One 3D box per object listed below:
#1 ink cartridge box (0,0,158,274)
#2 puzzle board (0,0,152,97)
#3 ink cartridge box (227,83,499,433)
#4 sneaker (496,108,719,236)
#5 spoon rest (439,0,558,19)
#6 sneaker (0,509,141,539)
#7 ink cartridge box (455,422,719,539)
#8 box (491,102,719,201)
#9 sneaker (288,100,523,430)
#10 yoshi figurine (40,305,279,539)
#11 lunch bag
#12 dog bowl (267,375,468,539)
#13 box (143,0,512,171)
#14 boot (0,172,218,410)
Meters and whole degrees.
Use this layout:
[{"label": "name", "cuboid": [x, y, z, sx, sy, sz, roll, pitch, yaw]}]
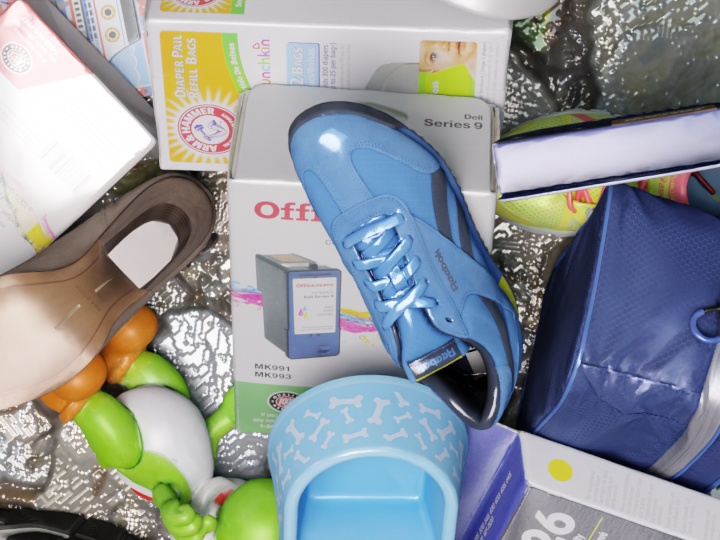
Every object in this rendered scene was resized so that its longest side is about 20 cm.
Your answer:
[{"label": "ink cartridge box", "cuboid": [-0.227, -0.056, 1.092, 0.200, 0.068, 0.116, -42, 100, 9]}, {"label": "puzzle board", "cuboid": [-0.212, -0.192, 1.112, 0.150, 0.017, 0.200, -11, 96, 3]}, {"label": "ink cartridge box", "cuboid": [0.000, 0.000, 1.040, 0.145, 0.088, 0.200, 3, 132, 0]}, {"label": "sneaker", "cuboid": [0.166, -0.055, 1.078, 0.200, 0.090, 0.078, 1, 96, 2]}, {"label": "spoon rest", "cuboid": [0.027, -0.202, 1.009, 0.200, 0.099, 0.061, 41, 138, 13]}, {"label": "sneaker", "cuboid": [-0.212, 0.212, 1.135, 0.200, 0.076, 0.116, 12, 105, 8]}, {"label": "ink cartridge box", "cuboid": [0.113, 0.180, 1.072, 0.200, 0.047, 0.198, 18, 137, -2]}, {"label": "box", "cuboid": [0.134, -0.064, 0.948, 0.121, 0.200, 0.032, -9, 95, 9]}, {"label": "sneaker", "cuboid": [0.027, 0.001, 0.929, 0.066, 0.079, 0.200, -20, 127, 22]}, {"label": "yoshi figurine", "cuboid": [-0.094, 0.116, 1.097, 0.112, 0.112, 0.200, -38, 97, -2]}, {"label": "lunch bag", "cuboid": [0.175, 0.043, 1.031, 0.132, 0.200, 0.136, 15, 70, -2]}, {"label": "dog bowl", "cuboid": [0.003, 0.149, 1.018, 0.111, 0.050, 0.200, 1, 128, -4]}, {"label": "box", "cuboid": [-0.017, -0.127, 1.049, 0.200, 0.101, 0.113, 2, 134, 1]}, {"label": "boot", "cuboid": [-0.168, 0.013, 1.066, 0.200, 0.146, 0.070, -31, 99, -1]}]
